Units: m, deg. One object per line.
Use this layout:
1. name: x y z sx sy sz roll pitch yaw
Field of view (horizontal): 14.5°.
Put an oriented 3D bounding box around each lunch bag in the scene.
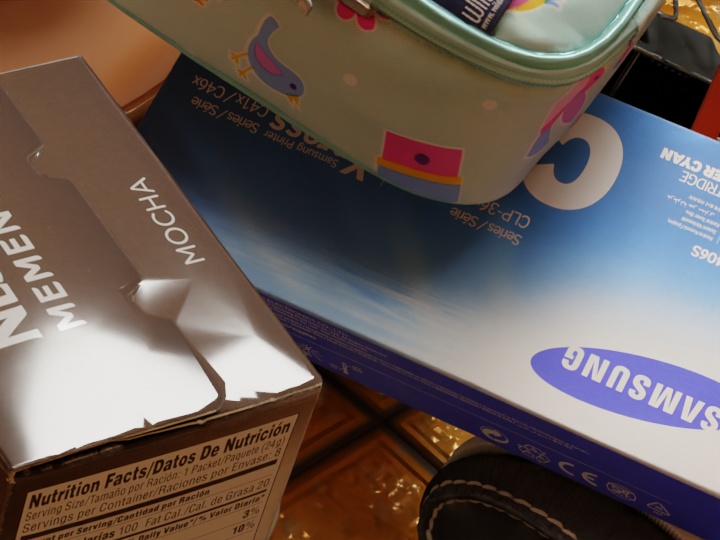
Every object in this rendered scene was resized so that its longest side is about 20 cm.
1. lunch bag: 0.019 -0.123 0.757 0.160 0.077 0.200 35 51 1

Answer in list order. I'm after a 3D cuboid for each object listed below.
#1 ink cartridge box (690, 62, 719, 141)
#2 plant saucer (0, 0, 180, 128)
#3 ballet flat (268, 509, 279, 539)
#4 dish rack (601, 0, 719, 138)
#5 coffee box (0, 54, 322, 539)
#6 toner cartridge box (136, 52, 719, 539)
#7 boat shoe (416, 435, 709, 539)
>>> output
1. ink cartridge box: 0.213 -0.048 0.963 0.199 0.109 0.050 -3 46 -22
2. plant saucer: -0.113 -0.090 0.896 0.199 0.038 0.201 -8 47 9
3. ballet flat: -0.095 0.023 0.764 0.200 0.069 0.070 30 35 -29
4. dish rack: 0.129 -0.142 0.957 0.153 0.200 0.055 22 28 -15
5. coffee box: -0.091 0.064 0.667 0.080 0.200 0.113 -15 52 -32
6. toner cartridge box: 0.035 -0.008 0.780 0.200 0.043 0.095 23 72 14
7. boat shoe: 0.082 0.126 0.765 0.200 0.074 0.060 46 43 16
